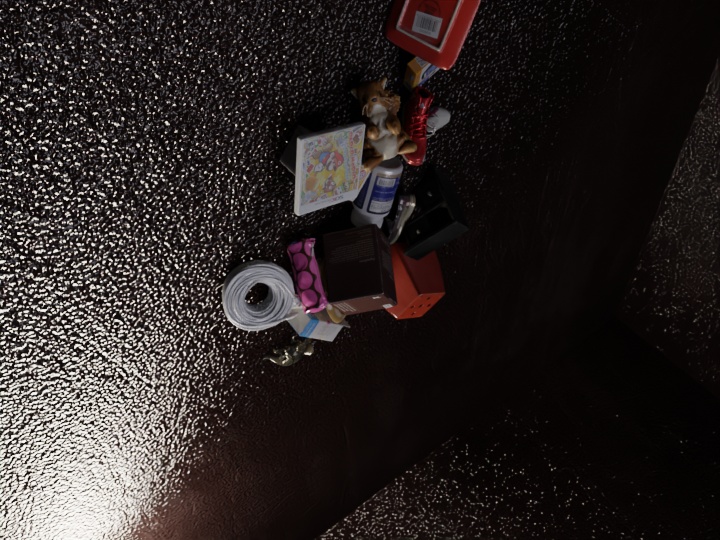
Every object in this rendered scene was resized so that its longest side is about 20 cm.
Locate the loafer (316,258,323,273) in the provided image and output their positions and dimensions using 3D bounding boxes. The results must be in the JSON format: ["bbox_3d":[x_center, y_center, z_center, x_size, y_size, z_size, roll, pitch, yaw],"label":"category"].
[{"bbox_3d":[-0.113,0.041,1.853,0.067,0.077,0.201,-11,134,14],"label":"loafer"}]

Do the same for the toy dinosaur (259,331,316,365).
[{"bbox_3d":[-0.220,0.264,1.965,0.199,0.077,0.103,-36,137,-18],"label":"toy dinosaur"}]

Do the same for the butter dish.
[{"bbox_3d":[0.186,-0.606,1.454,0.148,0.198,0.202,-35,153,-56],"label":"butter dish"}]

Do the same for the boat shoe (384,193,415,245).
[{"bbox_3d":[0.103,-0.158,1.887,0.064,0.073,0.201,11,136,-19],"label":"boat shoe"}]

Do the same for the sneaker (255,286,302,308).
[{"bbox_3d":[-0.216,0.085,1.784,0.196,0.072,0.074,-13,113,-14],"label":"sneaker"}]

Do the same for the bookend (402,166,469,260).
[{"bbox_3d":[0.203,-0.172,1.900,0.197,0.203,0.092,-31,152,27],"label":"bookend"}]

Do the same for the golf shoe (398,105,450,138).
[{"bbox_3d":[0.181,-0.394,1.708,0.198,0.092,0.073,-26,139,-28],"label":"golf shoe"}]

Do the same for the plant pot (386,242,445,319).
[{"bbox_3d":[0.157,0.043,2.000,0.198,0.178,0.200,-2,143,-45],"label":"plant pot"}]

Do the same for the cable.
[{"bbox_3d":[-0.276,0.066,1.671,0.197,0.069,0.203,-24,122,-11],"label":"cable"}]

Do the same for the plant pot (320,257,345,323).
[{"bbox_3d":[-0.069,0.052,1.822,0.027,0.203,0.201,-9,149,17],"label":"plant pot"}]

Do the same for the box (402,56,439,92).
[{"bbox_3d":[0.196,-0.548,1.569,0.199,0.042,0.119,-40,176,-5],"label":"box"}]

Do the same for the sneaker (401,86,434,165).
[{"bbox_3d":[0.143,-0.380,1.581,0.077,0.204,0.116,0,158,-11],"label":"sneaker"}]

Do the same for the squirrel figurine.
[{"bbox_3d":[0.042,-0.381,1.531,0.139,0.201,0.189,-19,118,11],"label":"squirrel figurine"}]

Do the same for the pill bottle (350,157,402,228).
[{"bbox_3d":[0.039,-0.218,1.716,0.114,0.116,0.202,-13,134,-37],"label":"pill bottle"}]

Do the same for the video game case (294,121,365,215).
[{"bbox_3d":[-0.073,-0.241,1.464,0.180,0.023,0.203,-21,136,-31],"label":"video game case"}]

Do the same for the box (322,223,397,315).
[{"bbox_3d":[0.000,0.000,1.738,0.161,0.204,0.166,-10,162,14],"label":"box"}]

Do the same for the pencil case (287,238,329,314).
[{"bbox_3d":[-0.139,0.013,1.692,0.092,0.204,0.090,-14,-178,32],"label":"pencil case"}]

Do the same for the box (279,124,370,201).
[{"bbox_3d":[-0.083,-0.265,1.545,0.198,0.112,0.102,14,114,-49],"label":"box"}]

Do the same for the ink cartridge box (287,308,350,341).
[{"bbox_3d":[-0.135,0.152,1.905,0.199,0.115,0.068,18,113,-52],"label":"ink cartridge box"}]
